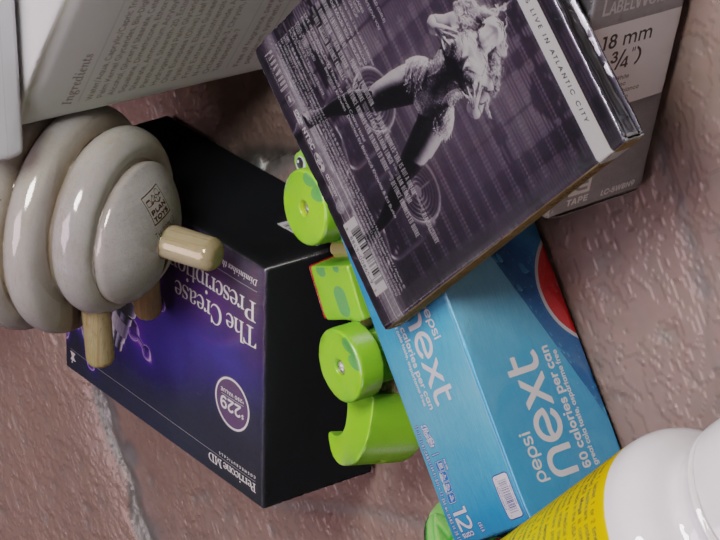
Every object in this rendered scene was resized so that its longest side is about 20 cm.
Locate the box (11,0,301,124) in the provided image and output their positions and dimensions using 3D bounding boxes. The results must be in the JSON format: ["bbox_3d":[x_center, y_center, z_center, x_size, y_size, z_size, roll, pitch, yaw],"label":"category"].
[{"bbox_3d":[-0.115,-0.216,1.242,0.199,0.171,0.200,58,143,22],"label":"box"}]

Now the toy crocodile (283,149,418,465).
[{"bbox_3d":[0.000,0.000,1.260,0.062,0.067,0.201,2,105,56],"label":"toy crocodile"}]

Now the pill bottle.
[{"bbox_3d":[0.122,0.139,1.088,0.200,0.112,0.113,-43,68,40],"label":"pill bottle"}]

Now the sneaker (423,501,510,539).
[{"bbox_3d":[0.080,0.199,1.222,0.084,0.077,0.200,-49,62,47],"label":"sneaker"}]

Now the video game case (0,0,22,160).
[{"bbox_3d":[-0.220,-0.174,1.238,0.182,0.024,0.201,33,131,47],"label":"video game case"}]

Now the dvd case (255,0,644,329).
[{"bbox_3d":[0.033,-0.079,1.110,0.200,0.016,0.149,-40,71,52],"label":"dvd case"}]

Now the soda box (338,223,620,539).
[{"bbox_3d":[0.052,0.022,1.194,0.064,0.068,0.201,-28,80,54],"label":"soda box"}]

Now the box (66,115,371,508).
[{"bbox_3d":[-0.079,0.019,1.377,0.200,0.079,0.142,30,129,46],"label":"box"}]

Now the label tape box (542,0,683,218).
[{"bbox_3d":[0.074,-0.147,1.097,0.144,0.063,0.201,41,135,38],"label":"label tape box"}]

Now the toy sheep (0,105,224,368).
[{"bbox_3d":[-0.157,-0.028,1.297,0.199,0.138,0.138,12,117,19],"label":"toy sheep"}]
